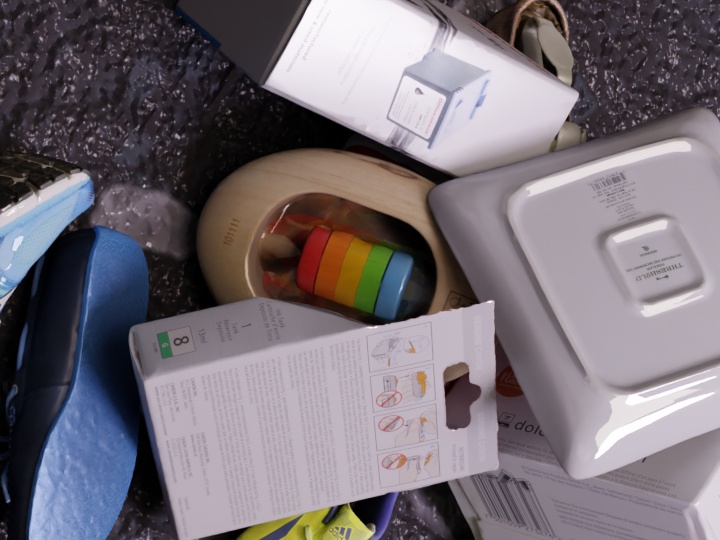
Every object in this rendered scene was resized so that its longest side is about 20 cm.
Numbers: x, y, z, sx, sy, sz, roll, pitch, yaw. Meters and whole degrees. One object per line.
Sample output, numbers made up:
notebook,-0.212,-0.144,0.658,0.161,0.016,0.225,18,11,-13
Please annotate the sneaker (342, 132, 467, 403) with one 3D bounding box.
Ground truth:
sneaker,0.032,0.015,1.423,0.200,0.071,0.113,53,57,-25

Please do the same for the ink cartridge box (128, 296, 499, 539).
ink cartridge box,-0.024,0.075,1.290,0.199,0.050,0.161,-14,140,-8

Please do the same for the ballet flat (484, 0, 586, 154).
ballet flat,0.112,-0.095,1.447,0.068,0.067,0.201,13,57,-31

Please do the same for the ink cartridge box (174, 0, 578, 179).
ink cartridge box,0.009,-0.131,1.355,0.200,0.146,0.086,21,103,-34

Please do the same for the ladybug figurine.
ladybug figurine,0.000,0.000,1.357,0.200,0.072,0.136,23,95,7

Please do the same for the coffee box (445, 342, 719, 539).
coffee box,0.195,0.116,1.423,0.198,0.199,0.200,-52,136,-29

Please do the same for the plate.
plate,0.166,0.002,1.304,0.199,0.032,0.200,-18,66,-19

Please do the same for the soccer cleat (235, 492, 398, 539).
soccer cleat,-0.033,0.171,1.360,0.065,0.084,0.200,43,65,-28

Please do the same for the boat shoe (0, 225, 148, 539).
boat shoe,-0.166,0.076,1.281,0.084,0.069,0.201,32,65,-45

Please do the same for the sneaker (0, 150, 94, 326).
sneaker,-0.225,0.009,1.248,0.200,0.078,0.090,-42,130,-26
